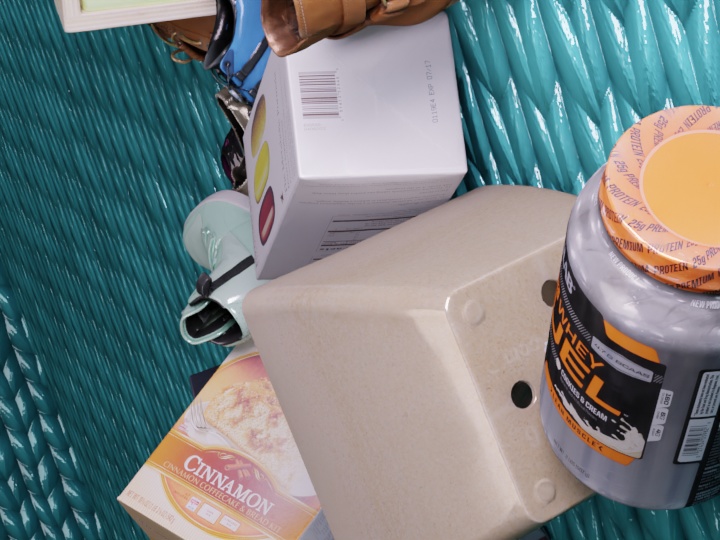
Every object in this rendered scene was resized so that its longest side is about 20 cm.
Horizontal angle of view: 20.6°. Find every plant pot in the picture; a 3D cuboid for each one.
[{"bbox_3d":[0.081,0.062,1.155,0.177,0.199,0.201,-15,98,63],"label":"plant pot"}]

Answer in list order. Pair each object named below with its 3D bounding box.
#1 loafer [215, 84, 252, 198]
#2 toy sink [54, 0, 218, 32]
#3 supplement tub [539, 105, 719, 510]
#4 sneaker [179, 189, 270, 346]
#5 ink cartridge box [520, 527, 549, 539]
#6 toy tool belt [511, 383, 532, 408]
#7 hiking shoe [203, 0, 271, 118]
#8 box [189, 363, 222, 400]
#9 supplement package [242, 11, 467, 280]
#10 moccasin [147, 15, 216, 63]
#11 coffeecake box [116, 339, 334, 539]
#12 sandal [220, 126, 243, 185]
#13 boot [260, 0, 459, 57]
[{"bbox_3d":[-0.072,-0.068,1.601,0.075,0.069,0.202,-166,60,-69],"label":"loafer"},{"bbox_3d":[-0.171,-0.292,1.462,0.112,0.129,0.201,-119,24,-59],"label":"toy sink"},{"bbox_3d":[0.155,0.020,0.974,0.123,0.122,0.201,56,159,31],"label":"supplement tub"},{"bbox_3d":[-0.114,0.001,1.542,0.200,0.118,0.074,10,134,57],"label":"sneaker"},{"bbox_3d":[0.059,0.259,1.517,0.083,0.145,0.201,50,157,30],"label":"ink cartridge box"},{"bbox_3d":[0.054,0.089,1.366,0.200,0.124,0.124,-155,53,-66],"label":"toy tool belt"},{"bbox_3d":[-0.075,-0.145,1.470,0.074,0.086,0.202,-158,56,-68],"label":"hiking shoe"},{"bbox_3d":[-0.065,0.186,1.770,0.200,0.122,0.200,-127,18,-77],"label":"box"},{"bbox_3d":[-0.009,-0.077,1.311,0.200,0.109,0.115,119,147,-68],"label":"supplement package"},{"bbox_3d":[-0.124,-0.200,1.619,0.201,0.073,0.078,16,118,56],"label":"moccasin"},{"bbox_3d":[-0.059,0.141,1.498,0.153,0.200,0.073,24,157,34],"label":"coffeecake box"},{"bbox_3d":[-0.084,-0.068,1.691,0.075,0.048,0.202,39,148,56],"label":"sandal"},{"bbox_3d":[0.023,-0.190,1.046,0.077,0.154,0.200,63,162,12],"label":"boot"}]
